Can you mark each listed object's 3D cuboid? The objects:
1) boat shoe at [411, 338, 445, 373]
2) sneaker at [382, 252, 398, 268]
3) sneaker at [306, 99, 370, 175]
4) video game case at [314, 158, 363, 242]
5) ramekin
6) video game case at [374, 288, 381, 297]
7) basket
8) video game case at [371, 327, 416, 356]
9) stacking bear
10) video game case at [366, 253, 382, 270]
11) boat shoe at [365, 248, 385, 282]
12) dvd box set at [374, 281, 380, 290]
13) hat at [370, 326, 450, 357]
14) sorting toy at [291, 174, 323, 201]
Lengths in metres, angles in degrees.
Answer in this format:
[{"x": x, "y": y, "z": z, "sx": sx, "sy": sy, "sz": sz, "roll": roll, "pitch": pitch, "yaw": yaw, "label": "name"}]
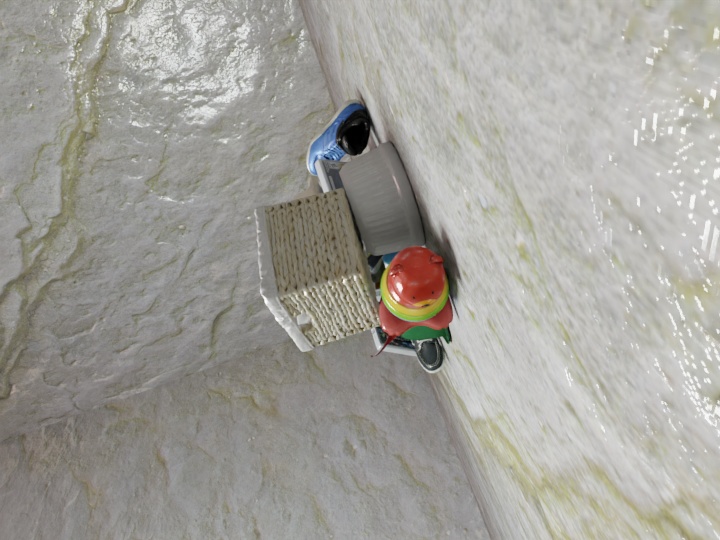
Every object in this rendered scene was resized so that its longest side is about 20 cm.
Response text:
[{"x": 0.165, "y": 0.178, "z": 1.332, "sx": 0.060, "sy": 0.076, "sz": 0.200, "roll": 58, "pitch": -172, "yaw": -38, "label": "boat shoe"}, {"x": 0.098, "y": -0.012, "z": 1.127, "sx": 0.200, "sy": 0.076, "sz": 0.081, "roll": -43, "pitch": -65, "yaw": -79, "label": "sneaker"}, {"x": -0.050, "y": -0.278, "z": 1.140, "sx": 0.077, "sy": 0.200, "sz": 0.111, "roll": 26, "pitch": -152, "yaw": -34, "label": "sneaker"}, {"x": 0.010, "y": -0.142, "z": 1.068, "sx": 0.023, "sy": 0.182, "sz": 0.200, "roll": -42, "pitch": 59, "yaw": 45, "label": "video game case"}, {"x": 0.035, "y": -0.123, "z": 0.929, "sx": 0.200, "sy": 0.105, "sz": 0.200, "roll": -19, "pitch": -90, "yaw": -89, "label": "ramekin"}, {"x": 0.041, "y": 0.062, "z": 1.234, "sx": 0.200, "sy": 0.182, "sz": 0.024, "roll": 145, "pitch": 114, "yaw": -76, "label": "video game case"}, {"x": -0.069, "y": 0.001, "z": 0.871, "sx": 0.198, "sy": 0.161, "sz": 0.200, "roll": 68, "pitch": -172, "yaw": -54, "label": "basket"}, {"x": 0.111, "y": 0.160, "z": 1.423, "sx": 0.023, "sy": 0.200, "sz": 0.182, "roll": -56, "pitch": 35, "yaw": 32, "label": "video game case"}, {"x": 0.082, "y": 0.023, "z": 0.755, "sx": 0.200, "sy": 0.121, "sz": 0.114, "roll": 75, "pitch": -174, "yaw": -75, "label": "stacking bear"}, {"x": 0.000, "y": 0.000, "z": 1.172, "sx": 0.025, "sy": 0.181, "sz": 0.200, "roll": 42, "pitch": -147, "yaw": -2, "label": "video game case"}, {"x": 0.051, "y": -0.055, "z": 1.388, "sx": 0.062, "sy": 0.072, "sz": 0.200, "roll": 71, "pitch": -145, "yaw": -46, "label": "boat shoe"}, {"x": 0.081, "y": -0.014, "z": 1.516, "sx": 0.146, "sy": 0.029, "sz": 0.200, "roll": 35, "pitch": -136, "yaw": -53, "label": "dvd box set"}, {"x": 0.083, "y": 0.113, "z": 1.088, "sx": 0.166, "sy": 0.176, "sz": 0.200, "roll": -107, "pitch": -3, "yaw": -70, "label": "hat"}, {"x": -0.110, "y": -0.148, "z": 1.315, "sx": 0.200, "sy": 0.107, "sz": 0.180, "roll": 81, "pitch": -177, "yaw": -53, "label": "sorting toy"}]
